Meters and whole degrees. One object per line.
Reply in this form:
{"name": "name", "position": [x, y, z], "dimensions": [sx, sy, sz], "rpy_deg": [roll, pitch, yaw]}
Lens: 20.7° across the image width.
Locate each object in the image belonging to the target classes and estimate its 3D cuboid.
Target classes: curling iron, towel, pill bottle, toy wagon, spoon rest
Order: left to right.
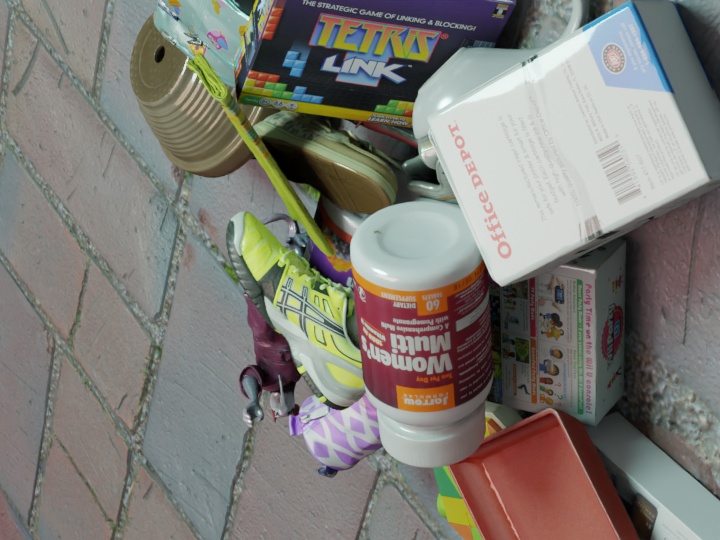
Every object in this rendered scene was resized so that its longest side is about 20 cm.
{"name": "towel", "position": [-0.086, -0.097, 1.716], "dimensions": [0.201, 0.018, 0.086], "rpy_deg": [57, 180, -37]}
{"name": "pill bottle", "position": [0.000, 0.000, 1.843], "dimensions": [0.112, 0.111, 0.201], "rpy_deg": [49, 142, 31]}
{"name": "curling iron", "position": [0.005, -0.129, 1.732], "dimensions": [0.198, 0.026, 0.050], "rpy_deg": [24, 153, -11]}
{"name": "pill bottle", "position": [0.052, 0.054, 1.593], "dimensions": [0.109, 0.109, 0.202], "rpy_deg": [34, 141, 43]}
{"name": "spoon rest", "position": [0.115, -0.171, 1.593], "dimensions": [0.061, 0.099, 0.200], "rpy_deg": [44, 122, -4]}
{"name": "toy wagon", "position": [0.130, 0.212, 1.797], "dimensions": [0.154, 0.039, 0.202], "rpy_deg": [4, 116, 46]}

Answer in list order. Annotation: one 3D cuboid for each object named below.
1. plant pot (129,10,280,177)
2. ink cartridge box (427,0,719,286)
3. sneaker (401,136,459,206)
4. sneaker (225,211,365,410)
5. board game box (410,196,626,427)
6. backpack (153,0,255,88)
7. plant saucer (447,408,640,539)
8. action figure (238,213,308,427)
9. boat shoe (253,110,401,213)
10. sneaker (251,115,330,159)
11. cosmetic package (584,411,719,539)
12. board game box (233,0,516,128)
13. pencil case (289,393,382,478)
{"name": "plant pot", "position": [-0.160, -0.199, 1.927], "dimensions": [0.200, 0.092, 0.203], "rpy_deg": [-16, 67, 45]}
{"name": "ink cartridge box", "position": [0.170, -0.096, 1.500], "dimensions": [0.199, 0.084, 0.147], "rpy_deg": [-27, 83, 33]}
{"name": "sneaker", "position": [0.101, -0.104, 1.639], "dimensions": [0.200, 0.091, 0.076], "rpy_deg": [131, 144, -52]}
{"name": "sneaker", "position": [-0.046, 0.025, 1.780], "dimensions": [0.076, 0.075, 0.201], "rpy_deg": [-35, 94, 18]}
{"name": "board game box", "position": [0.120, 0.033, 1.655], "dimensions": [0.198, 0.064, 0.149], "rpy_deg": [13, 121, 29]}
{"name": "backpack", "position": [-0.087, -0.253, 1.788], "dimensions": [0.200, 0.175, 0.154], "rpy_deg": [39, 139, 26]}
{"name": "plant saucer", "position": [0.171, 0.221, 1.670], "dimensions": [0.201, 0.036, 0.200], "rpy_deg": [64, 149, 5]}
{"name": "action figure", "position": [-0.089, 0.067, 1.991], "dimensions": [0.149, 0.133, 0.202], "rpy_deg": [42, 138, 45]}
{"name": "boat shoe", "position": [-0.027, -0.107, 1.739], "dimensions": [0.199, 0.063, 0.074], "rpy_deg": [27, 156, 47]}
{"name": "sneaker", "position": [-0.100, -0.155, 1.955], "dimensions": [0.199, 0.073, 0.082], "rpy_deg": [4, 105, 53]}
{"name": "cosmetic package", "position": [0.250, 0.239, 1.647], "dimensions": [0.200, 0.051, 0.152], "rpy_deg": [42, 140, 38]}
{"name": "board game box", "position": [0.009, -0.199, 1.649], "dimensions": [0.166, 0.198, 0.057], "rpy_deg": [116, 154, -49]}
{"name": "pencil case", "position": [0.023, 0.109, 1.835], "dimensions": [0.200, 0.085, 0.085], "rpy_deg": [-39, 40, 31]}
